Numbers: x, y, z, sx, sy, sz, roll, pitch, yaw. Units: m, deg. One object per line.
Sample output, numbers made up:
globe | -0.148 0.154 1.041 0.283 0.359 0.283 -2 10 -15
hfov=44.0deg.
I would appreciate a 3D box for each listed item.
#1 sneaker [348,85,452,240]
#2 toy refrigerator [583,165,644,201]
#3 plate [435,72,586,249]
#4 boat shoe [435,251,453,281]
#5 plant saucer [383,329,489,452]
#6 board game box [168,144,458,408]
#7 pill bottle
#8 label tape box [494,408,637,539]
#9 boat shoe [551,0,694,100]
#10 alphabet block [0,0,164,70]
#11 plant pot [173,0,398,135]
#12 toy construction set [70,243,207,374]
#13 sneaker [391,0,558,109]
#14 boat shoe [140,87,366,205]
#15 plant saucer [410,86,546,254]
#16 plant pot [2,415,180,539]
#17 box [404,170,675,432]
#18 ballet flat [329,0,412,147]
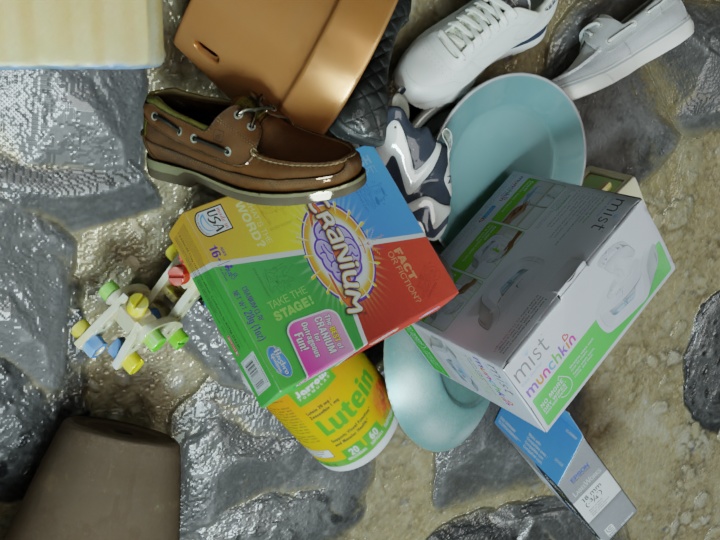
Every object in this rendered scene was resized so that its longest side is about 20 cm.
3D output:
sneaker | -0.002 -0.114 0.838 0.195 0.079 0.133 15 99 9
toy refrigerator | 0.226 -0.028 1.001 0.199 0.076 0.071 -42 122 -14
plate | 0.147 -0.102 0.916 0.196 0.026 0.205 -10 114 -24
boat shoe | 0.000 0.000 0.856 0.074 0.197 0.075 -31 133 -49
plant saucer | 0.102 0.094 0.962 0.199 0.038 0.206 4 85 -47
board game box | -0.032 -0.004 0.717 0.198 0.040 0.155 -26 81 -37
pill bottle | -0.053 0.102 0.899 0.111 0.111 0.201 -42 122 -6
label tape box | 0.231 0.215 1.068 0.063 0.144 0.201 -41 121 -3
boat shoe | 0.272 -0.243 0.963 0.197 0.072 0.070 -30 98 -6
alphabet block | -0.250 -0.255 0.619 0.192 0.195 0.205 -7 112 -26
plant pot | -0.064 -0.215 0.738 0.138 0.200 0.203 28 96 -16
toy construction set | -0.156 0.005 0.792 0.198 0.131 0.093 -35 85 24
sneaker | 0.112 -0.232 0.861 0.199 0.081 0.077 -38 84 -18
boat shoe | -0.089 -0.098 0.679 0.072 0.196 0.069 -46 139 -54
plant saucer | 0.105 -0.094 0.941 0.196 0.050 0.205 -9 113 -23
plant pot | -0.241 0.235 0.825 0.197 0.199 0.179 16 85 -30
box | 0.158 0.017 0.833 0.200 0.175 0.097 -48 123 -13
ballet flat | 0.015 -0.188 0.808 0.056 0.066 0.203 29 55 -15
